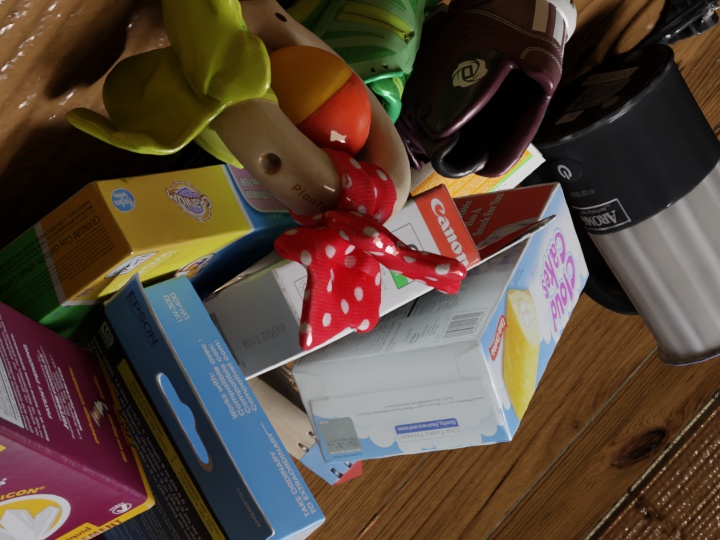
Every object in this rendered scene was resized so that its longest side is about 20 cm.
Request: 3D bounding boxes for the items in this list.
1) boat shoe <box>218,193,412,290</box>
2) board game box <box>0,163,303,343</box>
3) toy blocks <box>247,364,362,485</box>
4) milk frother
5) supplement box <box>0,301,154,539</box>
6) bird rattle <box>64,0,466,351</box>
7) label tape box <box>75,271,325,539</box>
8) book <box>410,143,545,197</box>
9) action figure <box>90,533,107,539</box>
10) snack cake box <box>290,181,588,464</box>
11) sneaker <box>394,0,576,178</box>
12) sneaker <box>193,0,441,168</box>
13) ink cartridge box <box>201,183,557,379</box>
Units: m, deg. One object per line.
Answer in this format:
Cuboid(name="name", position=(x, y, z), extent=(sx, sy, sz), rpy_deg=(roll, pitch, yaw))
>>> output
Cuboid(name="boat shoe", position=(-0.045, -0.024, 1.686), extent=(0.200, 0.074, 0.069), rpy_deg=(-7, 143, -53))
Cuboid(name="board game box", position=(-0.128, 0.004, 1.502), extent=(0.153, 0.040, 0.200), rpy_deg=(-35, 171, 25))
Cuboid(name="toy blocks", position=(-0.093, 0.116, 1.723), extent=(0.200, 0.137, 0.100), rpy_deg=(-47, -163, 15))
Cuboid(name="milk frother", position=(0.226, -0.072, 2.052), extent=(0.200, 0.188, 0.180), rpy_deg=(-37, -163, -13))
Cuboid(name="supplement box", position=(-0.193, 0.074, 1.365), extent=(0.110, 0.086, 0.200), rpy_deg=(-29, 155, 12))
Cuboid(name="bird rattle", position=(-0.024, -0.065, 1.402), extent=(0.113, 0.200, 0.163), rpy_deg=(-51, -176, 27))
Cuboid(name="label tape box", position=(-0.084, 0.085, 1.489), extent=(0.066, 0.144, 0.200), rpy_deg=(-26, 170, -28))
Cuboid(name="book", position=(0.035, -0.058, 1.857), extent=(0.134, 0.048, 0.200), rpy_deg=(-44, 164, 3))
Cuboid(name="action figure", position=(-0.171, 0.205, 1.575), extent=(0.149, 0.134, 0.200), rpy_deg=(-30, -178, 45))
Cuboid(name="snack cake box", position=(0.048, 0.027, 1.712), extent=(0.115, 0.067, 0.200), rpy_deg=(-10, -156, 23))
Cuboid(name="sneaker", position=(0.024, -0.075, 1.567), extent=(0.200, 0.076, 0.116), rpy_deg=(-33, -150, 26))
Cuboid(name="sneaker", position=(0.001, -0.113, 1.533), extent=(0.200, 0.084, 0.074), rpy_deg=(-41, 164, -19))
Cuboid(name="ink cartridge box", position=(0.000, 0.000, 1.586), extent=(0.200, 0.050, 0.109), rpy_deg=(-28, -178, -41))
